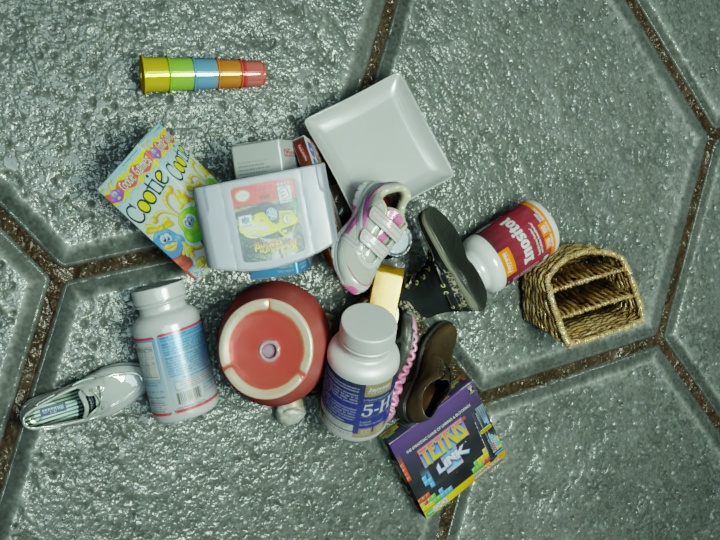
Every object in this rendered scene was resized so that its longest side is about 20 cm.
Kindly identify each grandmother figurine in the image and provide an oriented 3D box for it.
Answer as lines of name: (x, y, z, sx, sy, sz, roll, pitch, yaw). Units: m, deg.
grandmother figurine: (-0.096, 0.165, 1.270, 0.118, 0.061, 0.205, 18, 89, 7)

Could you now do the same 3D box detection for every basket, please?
basket: (0.420, 0.034, 1.402, 0.195, 0.149, 0.147, -12, 111, -19)

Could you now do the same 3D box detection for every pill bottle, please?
pill bottle: (0.001, 0.160, 1.188, 0.117, 0.121, 0.204, -7, 129, -20)
pill bottle: (-0.291, 0.122, 1.159, 0.106, 0.108, 0.206, -14, 98, -20)
pill bottle: (0.257, -0.034, 1.365, 0.198, 0.113, 0.115, -33, 104, -17)

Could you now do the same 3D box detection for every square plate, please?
square plate: (0.031, -0.200, 1.242, 0.197, 0.028, 0.202, -29, 91, -18)

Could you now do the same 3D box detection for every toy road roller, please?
toy road roller: (0.000, 0.000, 1.266, 0.142, 0.123, 0.206, 9, 88, -7)

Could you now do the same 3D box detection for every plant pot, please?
plant pot: (-0.138, 0.117, 1.155, 0.194, 0.177, 0.207, 0, 87, -3)

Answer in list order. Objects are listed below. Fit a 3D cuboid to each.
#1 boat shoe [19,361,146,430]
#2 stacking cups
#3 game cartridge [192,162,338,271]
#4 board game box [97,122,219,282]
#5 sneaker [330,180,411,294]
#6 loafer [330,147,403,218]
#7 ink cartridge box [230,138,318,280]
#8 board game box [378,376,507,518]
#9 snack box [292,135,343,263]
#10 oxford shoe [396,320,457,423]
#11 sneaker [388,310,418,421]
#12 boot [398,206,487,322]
boat shoe: (-0.414, 0.201, 1.137, 0.196, 0.067, 0.075, -23, 101, -19)
stacking cups: (-0.246, -0.312, 1.177, 0.195, 0.060, 0.062, -8, 96, -21)
game cartridge: (-0.134, -0.072, 1.083, 0.194, 0.041, 0.137, -13, 101, -10)
board game box: (-0.277, -0.102, 1.134, 0.104, 0.104, 0.200, -38, 108, 21)
sneaker: (0.020, -0.061, 1.129, 0.081, 0.087, 0.204, 34, 59, -32)
loafer: (-0.002, -0.165, 1.275, 0.199, 0.073, 0.072, -42, 105, -16)
ink cartridge box: (-0.131, -0.100, 1.180, 0.081, 0.145, 0.206, -6, 97, 12)
board game box: (0.154, 0.323, 1.375, 0.198, 0.056, 0.168, -33, 105, -17)
snack box: (-0.058, -0.108, 1.182, 0.024, 0.072, 0.205, -20, 85, 12)
oxford shoe: (0.140, 0.182, 1.335, 0.072, 0.083, 0.204, 37, 63, -30)
sneaker: (0.039, 0.161, 1.305, 0.093, 0.079, 0.205, 18, 98, -5)
boot: (0.111, 0.000, 1.280, 0.206, 0.151, 0.074, 56, 39, -21)
